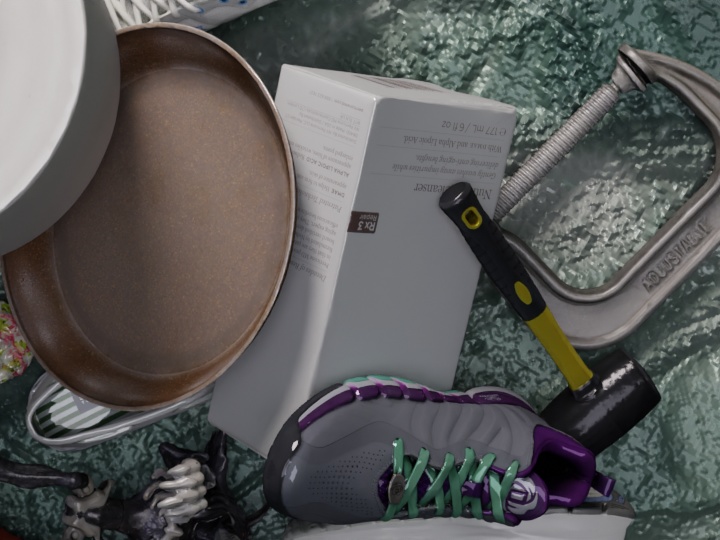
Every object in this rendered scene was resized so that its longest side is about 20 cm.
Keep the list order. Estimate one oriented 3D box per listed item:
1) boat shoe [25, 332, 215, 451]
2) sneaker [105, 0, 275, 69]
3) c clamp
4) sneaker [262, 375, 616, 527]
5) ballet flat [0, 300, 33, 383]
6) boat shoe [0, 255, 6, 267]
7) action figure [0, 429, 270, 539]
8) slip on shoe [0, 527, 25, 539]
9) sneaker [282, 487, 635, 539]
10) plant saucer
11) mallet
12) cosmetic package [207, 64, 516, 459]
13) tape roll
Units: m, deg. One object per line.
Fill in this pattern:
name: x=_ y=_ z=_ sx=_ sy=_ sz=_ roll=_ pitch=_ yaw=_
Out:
boat shoe: x=-0.094 y=0.047 z=1.024 sx=0.199 sy=0.067 sz=0.074 roll=-33 pitch=95 yaw=1
sneaker: x=-0.098 y=-0.156 z=0.998 sx=0.199 sy=0.087 sz=0.075 roll=-26 pitch=97 yaw=2
c clamp: x=0.124 y=-0.049 z=1.041 sx=0.200 sy=0.027 sz=0.171 roll=-39 pitch=94 yaw=3
sneaker: x=0.045 y=0.098 z=0.944 sx=0.199 sy=0.087 sz=0.075 roll=-5 pitch=110 yaw=-44
ballet flat: x=-0.279 y=0.024 z=1.018 sx=0.198 sy=0.064 sz=0.076 roll=20 pitch=112 yaw=-3
boat shoe: x=-0.250 y=-0.087 z=1.008 sx=0.071 sy=0.069 sz=0.202 roll=-22 pitch=95 yaw=1
action figure: x=-0.124 y=0.142 z=0.989 sx=0.198 sy=0.102 sz=0.120 roll=8 pitch=103 yaw=-28
slip on shoe: x=-0.202 y=0.171 z=1.035 sx=0.061 sy=0.074 sz=0.201 roll=-37 pitch=97 yaw=-13
sneaker: x=0.055 y=0.164 z=1.038 sx=0.198 sy=0.075 sz=0.088 roll=2 pitch=101 yaw=-1
plant saucer: x=-0.108 y=-0.028 z=0.971 sx=0.199 sy=0.032 sz=0.202 roll=-3 pitch=85 yaw=33
mallet: x=0.105 y=0.021 z=1.000 sx=0.066 sy=0.041 sz=0.201 roll=-32 pitch=125 yaw=-5
cosmetic package: x=0.000 y=0.000 z=0.981 sx=0.112 sy=0.081 sz=0.202 roll=0 pitch=106 yaw=-43
tape roll: x=-0.223 y=-0.103 z=0.904 sx=0.200 sy=0.139 sz=0.205 roll=0 pitch=89 yaw=0
